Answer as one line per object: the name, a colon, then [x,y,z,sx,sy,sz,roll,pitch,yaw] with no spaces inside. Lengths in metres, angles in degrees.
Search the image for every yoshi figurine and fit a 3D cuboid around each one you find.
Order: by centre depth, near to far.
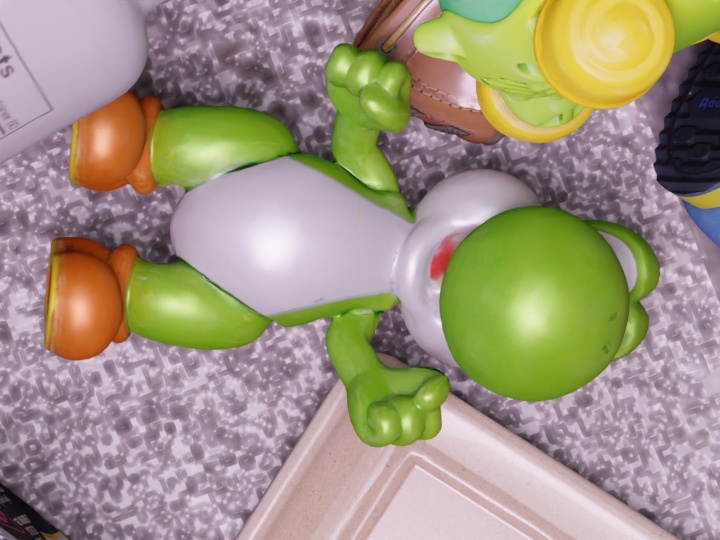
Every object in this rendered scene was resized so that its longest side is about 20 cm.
yoshi figurine: [0.003,-0.004,0.943,0.200,0.112,0.112,8,47,-8]

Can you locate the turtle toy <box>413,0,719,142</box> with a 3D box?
turtle toy: [0.102,-0.117,0.906,0.200,0.146,0.101,-27,90,-9]

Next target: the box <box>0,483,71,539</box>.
box: [-0.168,0.158,0.936,0.115,0.132,0.200,37,88,1]

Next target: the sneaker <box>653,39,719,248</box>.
sneaker: [0.174,-0.087,1.001,0.078,0.066,0.200,36,77,-29]

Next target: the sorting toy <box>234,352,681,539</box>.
sorting toy: [0.034,0.154,0.993,0.200,0.036,0.185,33,87,-4]

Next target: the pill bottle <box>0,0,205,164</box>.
pill bottle: [-0.124,-0.086,0.867,0.200,0.114,0.114,-30,88,-3]

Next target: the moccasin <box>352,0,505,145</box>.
moccasin: [0.058,-0.144,0.994,0.078,0.074,0.202,28,96,-9]
